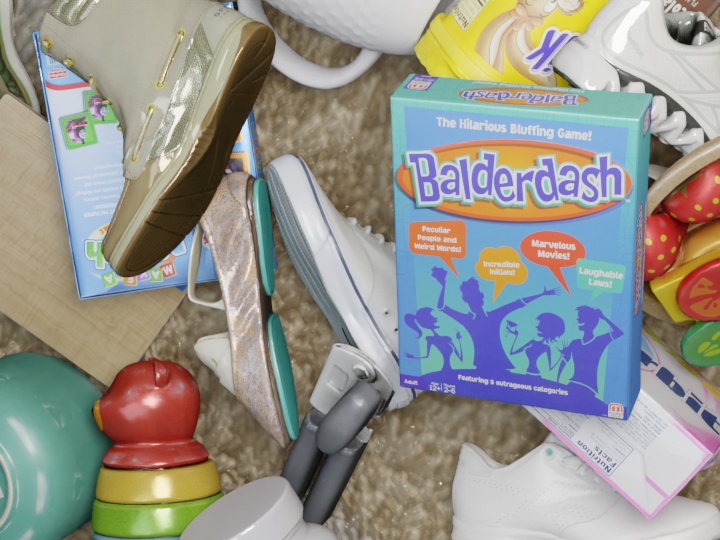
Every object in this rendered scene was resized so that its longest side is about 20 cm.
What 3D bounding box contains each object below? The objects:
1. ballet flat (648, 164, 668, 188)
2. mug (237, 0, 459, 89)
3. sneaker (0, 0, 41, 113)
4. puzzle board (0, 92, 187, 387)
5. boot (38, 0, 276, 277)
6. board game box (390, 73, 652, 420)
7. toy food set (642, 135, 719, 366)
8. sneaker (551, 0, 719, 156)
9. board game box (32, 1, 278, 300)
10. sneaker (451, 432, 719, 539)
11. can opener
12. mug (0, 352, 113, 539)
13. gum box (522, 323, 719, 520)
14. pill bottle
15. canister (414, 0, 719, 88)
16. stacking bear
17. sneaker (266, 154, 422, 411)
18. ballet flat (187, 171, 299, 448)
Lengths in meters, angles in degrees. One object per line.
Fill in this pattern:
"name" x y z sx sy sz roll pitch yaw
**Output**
"ballet flat" 0.155 -0.041 1.077 0.199 0.069 0.070 0 104 -18
"mug" -0.017 -0.213 1.116 0.175 0.148 0.200 36 130 7
"sneaker" -0.306 -0.159 1.261 0.076 0.089 0.201 -5 102 23
"puzzle board" -0.229 -0.020 1.275 0.199 0.017 0.151 35 107 -6
"boot" -0.164 -0.113 1.149 0.154 0.072 0.201 32 102 18
"board game box" 0.097 -0.014 1.007 0.151 0.045 0.201 7 117 19
"toy food set" 0.260 -0.021 1.036 0.199 0.198 0.049 -27 49 16
"sneaker" 0.213 -0.111 1.030 0.081 0.199 0.075 -57 36 11
"board game box" -0.150 -0.088 1.222 0.150 0.037 0.202 -8 98 4
"sneaker" 0.156 0.156 1.163 0.199 0.075 0.089 -1 89 23
"can opener" -0.027 0.125 1.191 0.053 0.066 0.200 36 142 11
"mug" -0.295 0.145 1.308 0.184 0.114 0.153 23 109 15
"gum box" 0.161 0.070 1.114 0.200 0.113 0.066 43 113 8
"pill bottle" -0.045 0.260 1.214 0.115 0.116 0.201 -24 105 24
"canister" 0.151 -0.177 1.052 0.200 0.148 0.087 -50 40 20
"stacking bear" -0.159 0.169 1.267 0.113 0.121 0.202 -3 92 -5
"sneaker" 0.000 0.000 1.190 0.071 0.073 0.201 -30 98 -16
"ballet flat" -0.089 0.031 1.192 0.067 0.068 0.202 -8 89 8
